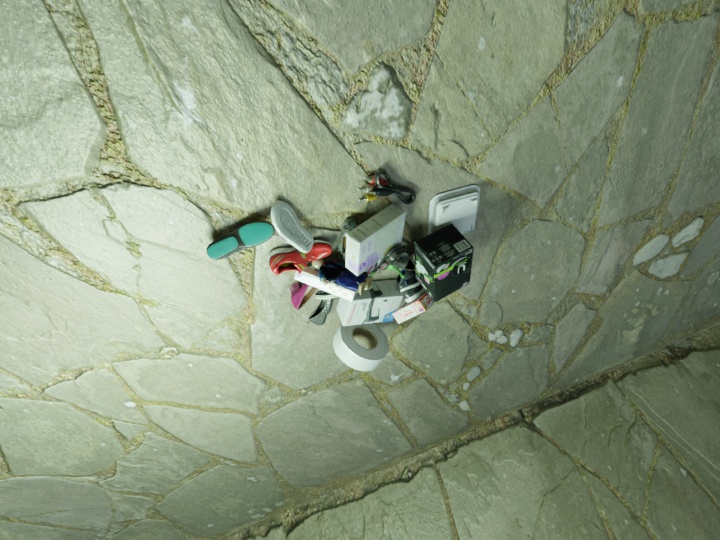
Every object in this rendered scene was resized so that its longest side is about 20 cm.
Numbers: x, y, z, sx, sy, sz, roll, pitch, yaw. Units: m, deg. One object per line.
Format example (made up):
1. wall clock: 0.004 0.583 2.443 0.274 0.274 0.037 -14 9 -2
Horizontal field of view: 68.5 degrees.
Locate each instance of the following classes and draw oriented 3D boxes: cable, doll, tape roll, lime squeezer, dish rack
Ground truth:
1. cable: 0.083 -0.241 1.528 0.200 0.050 0.097 -5 123 -40
2. doll: -0.063 0.010 1.624 0.136 0.200 0.049 -41 145 -48
3. tape roll: 0.002 0.267 1.937 0.202 0.203 0.071 6 135 -31
4. lime squeezer: 0.084 -0.005 1.746 0.038 0.200 0.071 52 59 -23
5. dish rack: 0.305 -0.174 1.697 0.171 0.044 0.200 -16 142 -10

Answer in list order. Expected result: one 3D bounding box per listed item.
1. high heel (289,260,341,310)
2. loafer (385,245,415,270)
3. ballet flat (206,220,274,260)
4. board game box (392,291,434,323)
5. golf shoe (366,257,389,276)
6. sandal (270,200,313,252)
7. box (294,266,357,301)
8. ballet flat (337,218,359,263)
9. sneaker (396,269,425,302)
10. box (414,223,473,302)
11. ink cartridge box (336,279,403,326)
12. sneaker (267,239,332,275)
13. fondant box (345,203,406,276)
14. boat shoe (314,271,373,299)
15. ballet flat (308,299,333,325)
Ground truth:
1. high heel: -0.139 0.045 1.690 0.200 0.096 0.067 -28 141 7
2. loafer: 0.140 -0.035 1.700 0.072 0.063 0.200 -42 165 13
3. ballet flat: -0.331 -0.087 1.469 0.200 0.073 0.073 -23 142 0
4. board game box: 0.224 0.102 1.860 0.200 0.046 0.151 -34 180 -42
5. golf shoe: 0.000 0.000 1.734 0.200 0.073 0.092 -45 127 15
6. sandal: -0.204 -0.116 1.501 0.050 0.083 0.203 7 148 35
7. box: -0.106 0.039 1.642 0.200 0.041 0.039 21 115 7
8. ballet flat: -0.033 -0.070 1.631 0.072 0.072 0.200 -12 141 -13
9. sneaker: 0.205 0.018 1.853 0.200 0.112 0.073 -35 -177 -38
10. box: 0.267 -0.022 1.710 0.148 0.124 0.200 -26 145 -12
11. ink cartridge box: 0.031 0.114 1.865 0.200 0.084 0.145 -4 138 -21
12. sneaker: -0.176 -0.030 1.592 0.200 0.085 0.077 -16 142 -9
13. fondant box: 0.045 -0.093 1.585 0.200 0.058 0.144 -35 149 -29
14. boat shoe: -0.057 0.050 1.694 0.200 0.062 0.075 -16 180 19
15. ballet flat: -0.131 0.119 1.809 0.057 0.067 0.200 11 131 -13
